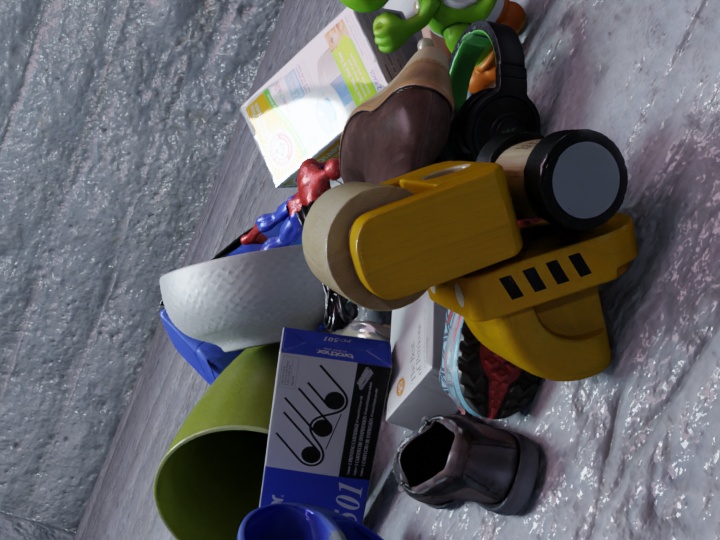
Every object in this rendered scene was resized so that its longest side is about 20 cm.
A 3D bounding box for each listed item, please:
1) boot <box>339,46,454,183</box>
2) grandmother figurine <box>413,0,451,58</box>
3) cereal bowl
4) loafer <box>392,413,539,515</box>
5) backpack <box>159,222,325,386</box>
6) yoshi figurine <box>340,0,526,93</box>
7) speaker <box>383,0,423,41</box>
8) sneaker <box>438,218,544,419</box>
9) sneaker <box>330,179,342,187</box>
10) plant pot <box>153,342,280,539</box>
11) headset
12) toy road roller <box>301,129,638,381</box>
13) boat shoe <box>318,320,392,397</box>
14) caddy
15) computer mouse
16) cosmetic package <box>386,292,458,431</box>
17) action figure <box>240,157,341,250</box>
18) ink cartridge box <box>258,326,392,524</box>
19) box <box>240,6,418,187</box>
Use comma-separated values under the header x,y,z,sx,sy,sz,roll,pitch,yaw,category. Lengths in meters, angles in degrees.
x,y,z,sx,sy,sz,roll,pitch,yaw,category
0.016,-0.072,0.866,0.201,0.071,0.169,124,162,-54,boot
0.081,-0.180,1.025,0.060,0.121,0.204,-15,57,23,grandmother figurine
-0.096,0.031,1.029,0.200,0.196,0.085,161,99,-70,cereal bowl
0.058,0.131,0.745,0.200,0.062,0.073,159,130,-70,loafer
-0.112,0.052,1.235,0.200,0.168,0.163,-44,-10,-17,backpack
0.052,-0.246,0.943,0.113,0.199,0.113,-51,33,12,yoshi figurine
0.069,-0.301,1.204,0.082,0.080,0.203,-102,34,-63,speaker
0.093,0.003,0.751,0.095,0.078,0.204,160,128,-73,sneaker
-0.019,-0.031,1.183,0.120,0.073,0.200,-64,18,8,sneaker
-0.092,0.162,1.047,0.201,0.184,0.189,-80,17,-57,plant pot
0.089,-0.109,0.872,0.123,0.092,0.205,152,120,-68,headset
0.074,0.002,0.636,0.123,0.196,0.149,-155,49,-75,toy road roller
-0.005,0.095,0.992,0.200,0.074,0.073,142,136,-75,boat shoe
-0.028,0.246,0.762,0.200,0.139,0.107,-116,45,-68,caddy
0.000,0.000,0.938,0.043,0.199,0.111,-25,78,20,computer mouse
0.062,0.030,0.879,0.083,0.050,0.202,123,159,-43,cosmetic package
-0.046,-0.061,1.101,0.200,0.097,0.066,-45,53,52,action figure
-0.034,0.152,0.886,0.044,0.092,0.204,-89,7,-64,ink cartridge box
-0.025,-0.190,1.170,0.199,0.101,0.114,-34,75,36,box
